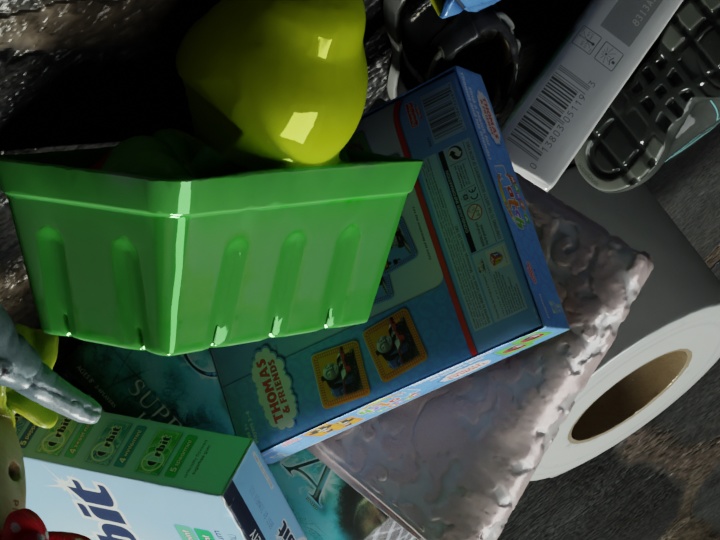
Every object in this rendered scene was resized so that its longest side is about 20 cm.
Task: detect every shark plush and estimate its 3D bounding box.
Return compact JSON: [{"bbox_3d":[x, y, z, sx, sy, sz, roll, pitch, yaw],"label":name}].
[{"bbox_3d":[-0.210,0.036,1.161,0.091,0.083,0.200,-33,134,8],"label":"shark plush"}]

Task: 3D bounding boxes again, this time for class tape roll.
[{"bbox_3d":[0.153,0.037,1.724,0.202,0.139,0.203,-31,158,-14],"label":"tape roll"}]

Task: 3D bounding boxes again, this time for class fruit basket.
[{"bbox_3d":[-0.066,-0.067,1.217,0.215,0.155,0.216,-13,107,-50],"label":"fruit basket"}]

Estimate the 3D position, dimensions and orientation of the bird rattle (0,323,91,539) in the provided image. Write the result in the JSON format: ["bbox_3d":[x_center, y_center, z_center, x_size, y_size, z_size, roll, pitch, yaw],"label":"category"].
[{"bbox_3d":[-0.215,0.124,1.291,0.163,0.201,0.113,-19,169,34],"label":"bird rattle"}]

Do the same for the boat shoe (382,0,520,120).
[{"bbox_3d":[0.059,-0.113,1.365,0.074,0.060,0.200,-32,159,-8],"label":"boat shoe"}]

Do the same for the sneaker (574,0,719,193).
[{"bbox_3d":[0.222,-0.132,1.588,0.200,0.075,0.079,-40,173,29],"label":"sneaker"}]

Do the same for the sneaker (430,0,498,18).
[{"bbox_3d":[0.073,-0.170,1.244,0.200,0.066,0.079,-1,129,-49],"label":"sneaker"}]

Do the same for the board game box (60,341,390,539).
[{"bbox_3d":[-0.060,0.082,1.424,0.135,0.200,0.028,-41,-172,12],"label":"board game box"}]

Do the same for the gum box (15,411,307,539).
[{"bbox_3d":[-0.124,0.149,1.393,0.045,0.199,0.170,-61,143,-33],"label":"gum box"}]

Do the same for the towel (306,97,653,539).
[{"bbox_3d":[0.038,0.031,1.336,0.200,0.191,0.032,-61,156,12],"label":"towel"}]

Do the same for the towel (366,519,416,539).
[{"bbox_3d":[0.019,0.101,1.538,0.165,0.086,0.200,-19,139,-50],"label":"towel"}]

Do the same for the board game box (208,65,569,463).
[{"bbox_3d":[0.000,0.000,1.316,0.200,0.152,0.037,-25,164,25],"label":"board game box"}]

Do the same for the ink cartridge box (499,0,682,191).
[{"bbox_3d":[0.119,-0.099,1.458,0.161,0.050,0.200,-55,-178,-14],"label":"ink cartridge box"}]
